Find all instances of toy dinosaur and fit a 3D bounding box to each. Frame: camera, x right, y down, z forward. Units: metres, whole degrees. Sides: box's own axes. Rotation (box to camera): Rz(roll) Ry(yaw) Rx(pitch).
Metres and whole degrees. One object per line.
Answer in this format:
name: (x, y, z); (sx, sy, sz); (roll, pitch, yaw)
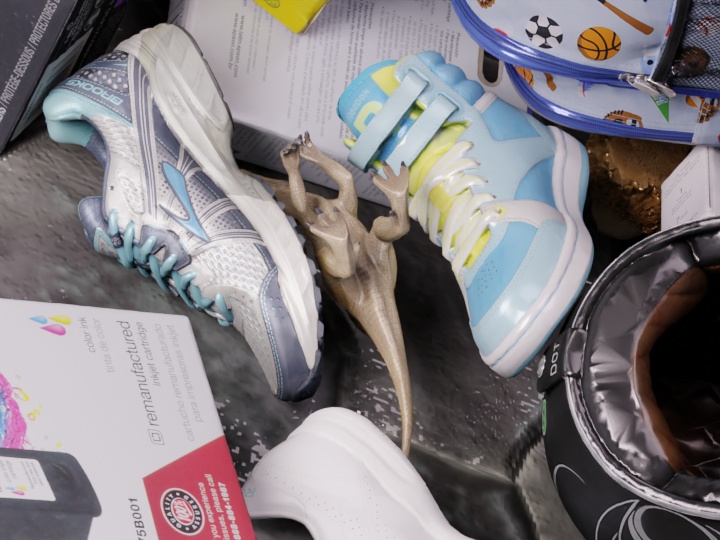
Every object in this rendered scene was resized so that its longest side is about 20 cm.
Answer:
toy dinosaur: (0.000, 0.000, 1.320); (0.058, 0.101, 0.200); (-19, 51, -16)

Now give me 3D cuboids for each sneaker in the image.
sneaker: (0.042, -0.033, 1.335); (0.130, 0.080, 0.200); (33, 23, -13)
sneaker: (-0.085, -0.016, 1.313); (0.086, 0.078, 0.201); (-24, 69, -17)
sneaker: (0.026, 0.152, 1.211); (0.200, 0.075, 0.088); (39, 51, 16)

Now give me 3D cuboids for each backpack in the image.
backpack: (0.136, -0.161, 1.417); (0.189, 0.155, 0.200); (12, 31, -14)

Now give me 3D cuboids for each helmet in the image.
helmet: (0.186, 0.072, 1.298); (0.200, 0.200, 0.191); (54, 0, 24)

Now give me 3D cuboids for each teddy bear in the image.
teddy bear: (0.196, -0.007, 1.502); (0.199, 0.067, 0.146); (26, 48, -20)

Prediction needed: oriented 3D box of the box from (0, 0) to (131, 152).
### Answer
box: (-0.208, -0.174, 1.337); (0.200, 0.122, 0.106); (36, 39, 4)

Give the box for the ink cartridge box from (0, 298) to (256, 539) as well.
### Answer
ink cartridge box: (-0.156, 0.089, 1.127); (0.199, 0.083, 0.146); (6, 46, -31)

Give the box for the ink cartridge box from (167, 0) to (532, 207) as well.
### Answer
ink cartridge box: (-0.003, -0.134, 1.461); (0.199, 0.043, 0.197); (18, 60, -21)

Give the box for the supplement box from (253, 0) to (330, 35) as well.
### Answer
supplement box: (-0.007, -0.240, 1.417); (0.109, 0.109, 0.200); (37, 55, -8)

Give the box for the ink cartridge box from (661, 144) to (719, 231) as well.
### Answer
ink cartridge box: (0.247, -0.001, 1.459); (0.200, 0.045, 0.176); (36, 28, -13)
